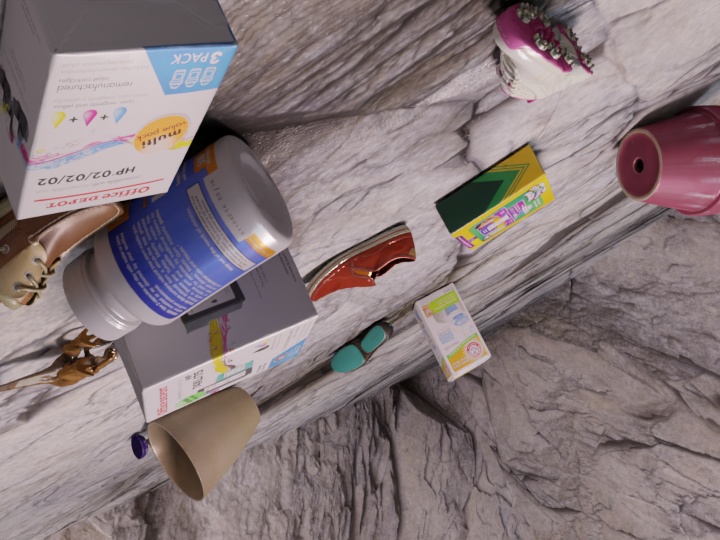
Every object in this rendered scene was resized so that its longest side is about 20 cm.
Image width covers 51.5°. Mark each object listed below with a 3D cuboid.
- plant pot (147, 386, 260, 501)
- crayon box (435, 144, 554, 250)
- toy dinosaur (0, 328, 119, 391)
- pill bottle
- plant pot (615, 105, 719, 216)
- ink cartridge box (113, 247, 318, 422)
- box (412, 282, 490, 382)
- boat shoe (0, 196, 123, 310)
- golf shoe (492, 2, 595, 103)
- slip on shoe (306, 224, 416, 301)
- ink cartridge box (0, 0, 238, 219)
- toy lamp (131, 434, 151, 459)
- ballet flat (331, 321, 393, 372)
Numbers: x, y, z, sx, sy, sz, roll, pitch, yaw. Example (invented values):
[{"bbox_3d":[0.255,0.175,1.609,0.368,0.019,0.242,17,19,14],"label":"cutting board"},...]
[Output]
[{"bbox_3d":[-0.311,0.340,1.564,0.199,0.189,0.187,-35,173,-37],"label":"plant pot"},{"bbox_3d":[0.225,-0.112,1.222,0.170,0.059,0.199,-33,165,13],"label":"crayon box"},{"bbox_3d":[-0.364,0.124,0.908,0.197,0.062,0.106,-12,160,-48],"label":"toy dinosaur"},{"bbox_3d":[-0.167,-0.022,0.675,0.197,0.114,0.112,-31,166,11],"label":"pill bottle"},{"bbox_3d":[0.579,-0.198,1.371,0.174,0.205,0.201,-6,159,-19],"label":"plant pot"},{"bbox_3d":[-0.173,0.047,0.827,0.196,0.149,0.147,-22,164,-22],"label":"ink cartridge box"},{"bbox_3d":[0.221,0.153,1.832,0.110,0.204,0.102,-25,166,-7],"label":"box"},{"bbox_3d":[-0.279,-0.004,0.597,0.196,0.075,0.076,-28,166,-3],"label":"boat shoe"},{"bbox_3d":[0.172,-0.210,0.763,0.091,0.077,0.198,-32,165,31],"label":"golf shoe"},{"bbox_3d":[0.000,0.000,1.175,0.196,0.062,0.074,-28,168,2],"label":"slip on shoe"},{"bbox_3d":[-0.171,-0.101,0.486,0.113,0.069,0.200,-17,162,-38],"label":"ink cartridge box"},{"bbox_3d":[-0.406,0.359,1.645,0.197,0.059,0.058,-12,159,-45],"label":"toy lamp"},{"bbox_3d":[0.012,0.191,1.848,0.199,0.069,0.068,-37,172,31],"label":"ballet flat"}]
